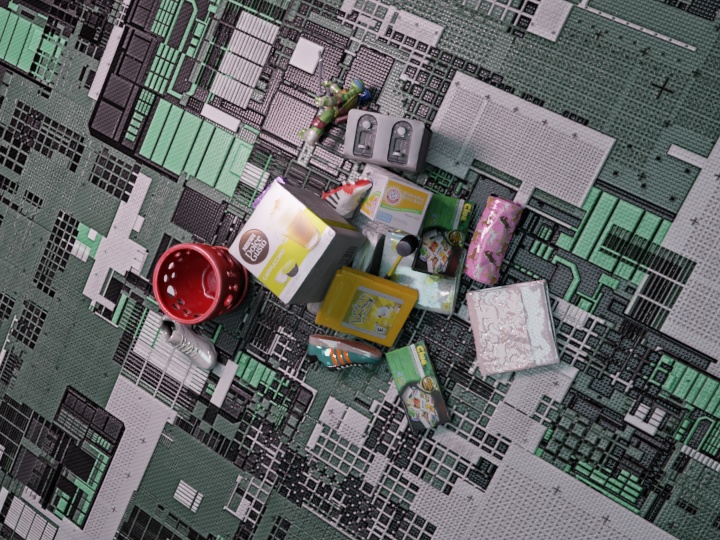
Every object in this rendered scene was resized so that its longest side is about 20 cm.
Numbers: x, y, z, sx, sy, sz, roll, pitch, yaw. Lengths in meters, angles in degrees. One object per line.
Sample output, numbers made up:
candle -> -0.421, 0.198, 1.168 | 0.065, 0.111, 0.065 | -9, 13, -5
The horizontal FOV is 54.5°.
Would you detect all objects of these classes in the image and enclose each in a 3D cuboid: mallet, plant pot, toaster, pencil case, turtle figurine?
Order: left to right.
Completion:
plant pot -> -0.399, 0.031, 1.788 | 0.199, 0.182, 0.202 | 0, 91, 18
turtle figurine -> -0.096, -0.415, 1.698 | 0.194, 0.199, 0.144 | -51, 42, 17
toaster -> 0.066, -0.301, 1.627 | 0.179, 0.200, 0.120 | 13, 98, 10
mallet -> 0.068, 0.006, 1.625 | 0.041, 0.066, 0.201 | 35, 107, 7
pencil case -> 0.303, -0.070, 1.598 | 0.082, 0.086, 0.202 | 24, 101, 35

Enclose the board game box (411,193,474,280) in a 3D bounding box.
board game box -> 0.192, -0.080, 1.615 | 0.104, 0.024, 0.201 | 13, 68, 14

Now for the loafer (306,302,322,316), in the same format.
loafer -> -0.067, 0.026, 1.738 | 0.069, 0.070, 0.201 | 26, 107, 11

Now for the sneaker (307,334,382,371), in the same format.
sneaker -> -0.040, 0.215, 1.733 | 0.198, 0.071, 0.081 | 10, 98, 24

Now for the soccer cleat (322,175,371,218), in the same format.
soccer cleat -> -0.027, -0.171, 1.679 | 0.199, 0.068, 0.086 | -10, 100, 58

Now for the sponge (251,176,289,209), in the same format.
sponge -> -0.180, -0.132, 1.790 | 0.112, 0.030, 0.200 | -43, 79, 16

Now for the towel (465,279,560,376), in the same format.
towel -> 0.352, 0.133, 1.613 | 0.189, 0.032, 0.202 | -11, 87, 19

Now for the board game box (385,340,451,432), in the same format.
board game box -> 0.139, 0.279, 1.686 | 0.104, 0.023, 0.202 | -19, 86, 20

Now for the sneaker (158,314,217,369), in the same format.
sneaker -> -0.468, 0.194, 1.859 | 0.200, 0.099, 0.078 | 42, 104, 13

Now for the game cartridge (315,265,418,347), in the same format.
game cartridge -> 0.013, 0.088, 1.649 | 0.198, 0.033, 0.177 | 17, 125, -11

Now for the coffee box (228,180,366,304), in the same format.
coffee box -> -0.143, -0.061, 1.617 | 0.197, 0.200, 0.200 | 40, 103, 16

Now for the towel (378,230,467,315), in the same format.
towel -> 0.143, 0.005, 1.660 | 0.198, 0.048, 0.173 | 12, 99, 14

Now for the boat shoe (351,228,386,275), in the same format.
boat shoe -> 0.000, -0.001, 1.694 | 0.064, 0.074, 0.203 | 25, 97, 29

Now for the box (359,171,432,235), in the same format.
box -> 0.077, -0.156, 1.597 | 0.112, 0.200, 0.102 | 18, 98, -12

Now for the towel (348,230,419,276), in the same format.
towel -> 0.060, -0.036, 1.716 | 0.199, 0.018, 0.087 | -29, 83, 17
